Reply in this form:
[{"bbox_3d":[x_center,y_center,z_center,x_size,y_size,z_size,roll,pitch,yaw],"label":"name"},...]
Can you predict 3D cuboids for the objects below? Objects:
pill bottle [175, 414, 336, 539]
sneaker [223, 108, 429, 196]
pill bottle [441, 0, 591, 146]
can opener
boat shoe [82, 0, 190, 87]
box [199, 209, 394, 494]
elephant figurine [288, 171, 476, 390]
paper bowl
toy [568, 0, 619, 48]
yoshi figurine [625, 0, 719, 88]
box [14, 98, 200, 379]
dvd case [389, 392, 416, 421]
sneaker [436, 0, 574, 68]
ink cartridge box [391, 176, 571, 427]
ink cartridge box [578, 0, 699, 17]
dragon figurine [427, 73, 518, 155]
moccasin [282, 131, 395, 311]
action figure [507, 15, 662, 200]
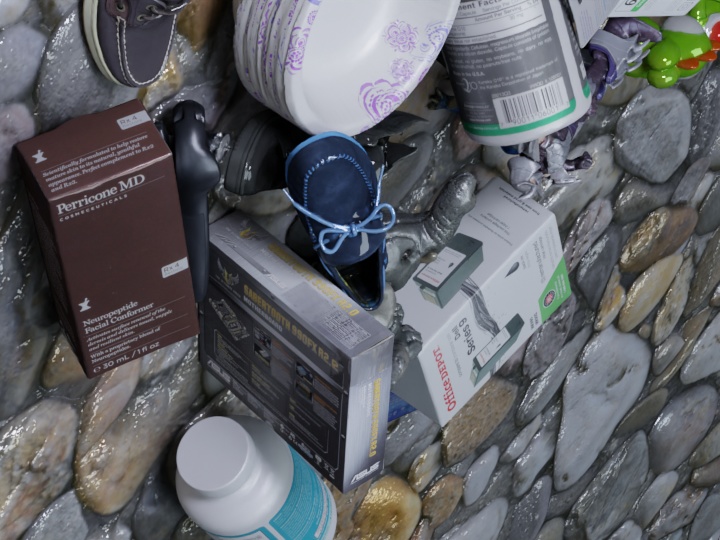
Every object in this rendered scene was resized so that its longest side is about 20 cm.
[{"bbox_3d":[-0.100,0.202,1.814,0.111,0.111,0.200,-50,150,-10],"label":"pill bottle"},{"bbox_3d":[-0.026,-0.096,1.600,0.200,0.104,0.060,-45,154,-60],"label":"sneaker"},{"bbox_3d":[0.115,-0.215,1.636,0.113,0.113,0.201,-32,116,-34],"label":"pill bottle"},{"bbox_3d":[-0.138,-0.055,1.574,0.201,0.078,0.064,87,8,-51],"label":"can opener"},{"bbox_3d":[-0.147,-0.207,1.387,0.072,0.065,0.201,-29,142,-40],"label":"boat shoe"},{"bbox_3d":[-0.057,0.066,1.653,0.048,0.200,0.159,-28,140,-32],"label":"box"},{"bbox_3d":[0.000,0.000,1.746,0.155,0.141,0.201,-50,160,-39],"label":"elephant figurine"},{"bbox_3d":[-0.019,-0.211,1.531,0.200,0.104,0.202,-36,144,-31],"label":"paper bowl"},{"bbox_3d":[0.214,-0.296,1.637,0.200,0.047,0.115,-50,147,-18],"label":"toy"},{"bbox_3d":[0.317,-0.249,2.022,0.112,0.113,0.200,-27,-169,42],"label":"yoshi figurine"},{"bbox_3d":[-0.185,-0.021,1.485,0.100,0.075,0.201,-22,138,-16],"label":"box"},{"bbox_3d":[0.050,0.068,1.993,0.142,0.018,0.201,-18,134,-46],"label":"dvd case"},{"bbox_3d":[0.136,-0.230,1.784,0.199,0.076,0.091,-13,137,-38],"label":"sneaker"},{"bbox_3d":[0.105,0.033,1.933,0.200,0.084,0.146,-45,148,-16],"label":"ink cartridge box"},{"bbox_3d":[0.210,-0.282,1.765,0.199,0.110,0.050,-7,155,-34],"label":"ink cartridge box"},{"bbox_3d":[0.131,-0.144,1.819,0.200,0.099,0.059,11,111,-58],"label":"dragon figurine"},{"bbox_3d":[-0.004,-0.037,1.562,0.080,0.069,0.200,-25,149,2],"label":"moccasin"},{"bbox_3d":[0.190,-0.140,1.777,0.201,0.069,0.130,-55,169,-21],"label":"action figure"}]
